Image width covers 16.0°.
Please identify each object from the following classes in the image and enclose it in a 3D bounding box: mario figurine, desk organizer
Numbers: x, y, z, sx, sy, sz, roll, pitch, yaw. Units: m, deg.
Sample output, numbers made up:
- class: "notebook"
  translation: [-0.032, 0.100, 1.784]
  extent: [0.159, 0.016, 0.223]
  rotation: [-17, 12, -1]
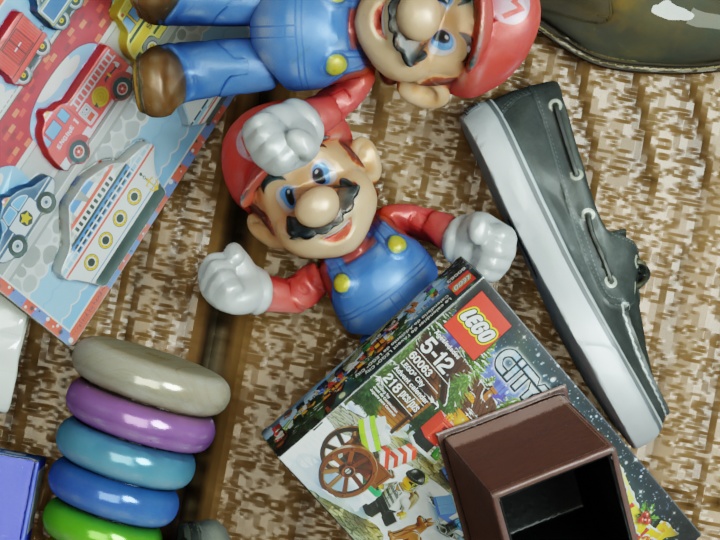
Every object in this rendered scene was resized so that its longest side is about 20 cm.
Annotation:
- class: "mario figurine"
  translation: [-0.013, -0.124, 1.254]
  extent: [0.200, 0.106, 0.124]
  rotation: [-4, 128, 3]
- class: "desk organizer"
  translation: [0.105, 0.169, 1.282]
  extent: [0.072, 0.077, 0.200]
  rotation: [-20, 113, -10]
- class: "mario figurine"
  translation: [0.000, 0.000, 1.318]
  extent: [0.200, 0.106, 0.123]
  rotation: [52, 54, -7]

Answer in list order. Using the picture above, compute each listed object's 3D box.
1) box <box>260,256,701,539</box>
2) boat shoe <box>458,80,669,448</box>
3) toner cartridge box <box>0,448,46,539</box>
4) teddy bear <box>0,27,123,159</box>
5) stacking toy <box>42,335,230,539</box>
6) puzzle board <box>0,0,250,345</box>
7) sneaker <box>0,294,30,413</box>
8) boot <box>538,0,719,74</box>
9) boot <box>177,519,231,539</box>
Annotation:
- class: "box"
  translation: [0.064, 0.110, 1.313]
  extent: [0.137, 0.038, 0.200]
  rotation: [-42, 115, 0]
- class: "boat shoe"
  translation: [0.118, -0.006, 1.342]
  extent: [0.057, 0.069, 0.200]
  rotation: [-26, 87, -1]
- class: "toner cartridge box"
  translation: [-0.273, 0.125, 1.347]
  extent: [0.200, 0.043, 0.095]
  rotation: [11, 88, -1]
- class: "teddy bear"
  translation: [-0.217, -0.101, 1.311]
  extent: [0.200, 0.067, 0.145]
  rotation: [-38, 85, -33]
- class: "stacking toy"
  translation: [-0.136, 0.139, 1.332]
  extent: [0.085, 0.085, 0.200]
  rotation: [18, 92, 0]
- class: "puzzle board"
  translation: [-0.142, -0.083, 1.303]
  extent: [0.151, 0.017, 0.200]
  rotation: [42, 73, -36]
- class: "sneaker"
  translation: [-0.224, -0.019, 1.345]
  extent: [0.116, 0.074, 0.200]
  rotation: [-1, 83, -17]
- class: "boot"
  translation: [0.124, -0.155, 1.325]
  extent: [0.200, 0.097, 0.075]
  rotation: [16, 79, -1]
- class: "boot"
  translation: [-0.016, 0.209, 1.344]
  extent: [0.131, 0.068, 0.200]
  rotation: [-18, 97, -5]
